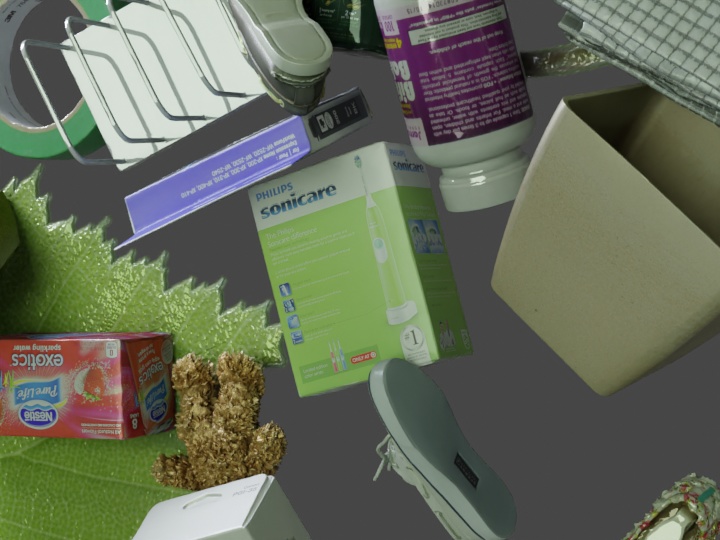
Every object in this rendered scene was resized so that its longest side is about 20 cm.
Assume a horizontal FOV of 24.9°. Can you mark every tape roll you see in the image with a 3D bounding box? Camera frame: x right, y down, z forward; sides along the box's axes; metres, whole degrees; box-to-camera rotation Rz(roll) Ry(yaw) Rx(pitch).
[{"bbox_3d":[-0.314,-0.212,1.648,0.200,0.048,0.201,1,91,26],"label":"tape roll"}]

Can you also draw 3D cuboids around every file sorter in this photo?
[{"bbox_3d":[-0.187,-0.197,1.508,0.200,0.125,0.139,-27,88,13],"label":"file sorter"}]

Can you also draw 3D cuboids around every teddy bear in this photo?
[{"bbox_3d":[-0.133,0.173,1.550,0.145,0.067,0.200,11,95,17],"label":"teddy bear"}]

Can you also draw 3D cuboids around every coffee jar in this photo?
[{"bbox_3d":[0.005,-0.293,1.460,0.104,0.085,0.200,14,98,41],"label":"coffee jar"}]

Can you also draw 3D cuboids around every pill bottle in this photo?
[{"bbox_3d":[0.087,-0.156,1.398,0.112,0.112,0.200,-10,103,27],"label":"pill bottle"}]

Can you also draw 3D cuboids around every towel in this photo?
[{"bbox_3d":[0.275,-0.220,1.308,0.200,0.086,0.166,33,86,21],"label":"towel"}]

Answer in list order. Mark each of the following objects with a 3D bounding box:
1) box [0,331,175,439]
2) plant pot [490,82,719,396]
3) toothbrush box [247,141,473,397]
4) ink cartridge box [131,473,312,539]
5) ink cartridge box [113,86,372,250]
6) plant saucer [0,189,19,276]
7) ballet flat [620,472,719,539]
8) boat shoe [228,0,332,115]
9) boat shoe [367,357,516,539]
[{"bbox_3d":[-0.291,0.113,1.618,0.200,0.095,0.100,-1,92,27],"label":"box"},{"bbox_3d":[0.226,-0.017,1.312,0.200,0.200,0.177,46,122,18],"label":"plant pot"},{"bbox_3d":[0.000,0.000,1.474,0.146,0.086,0.200,-18,84,25],"label":"toothbrush box"},{"bbox_3d":[-0.105,0.302,1.494,0.146,0.083,0.200,-19,111,27],"label":"ink cartridge box"},{"bbox_3d":[-0.108,-0.093,1.462,0.198,0.200,0.043,-24,97,25],"label":"ink cartridge box"},{"bbox_3d":[-0.411,0.036,1.644,0.048,0.200,0.200,31,107,-8],"label":"plant saucer"},{"bbox_3d":[0.234,0.254,1.376,0.076,0.064,0.200,37,107,20],"label":"ballet flat"},{"bbox_3d":[-0.075,-0.212,1.424,0.202,0.072,0.060,-115,24,-46],"label":"boat shoe"},{"bbox_3d":[0.051,0.164,1.432,0.086,0.075,0.202,-20,120,37],"label":"boat shoe"}]
